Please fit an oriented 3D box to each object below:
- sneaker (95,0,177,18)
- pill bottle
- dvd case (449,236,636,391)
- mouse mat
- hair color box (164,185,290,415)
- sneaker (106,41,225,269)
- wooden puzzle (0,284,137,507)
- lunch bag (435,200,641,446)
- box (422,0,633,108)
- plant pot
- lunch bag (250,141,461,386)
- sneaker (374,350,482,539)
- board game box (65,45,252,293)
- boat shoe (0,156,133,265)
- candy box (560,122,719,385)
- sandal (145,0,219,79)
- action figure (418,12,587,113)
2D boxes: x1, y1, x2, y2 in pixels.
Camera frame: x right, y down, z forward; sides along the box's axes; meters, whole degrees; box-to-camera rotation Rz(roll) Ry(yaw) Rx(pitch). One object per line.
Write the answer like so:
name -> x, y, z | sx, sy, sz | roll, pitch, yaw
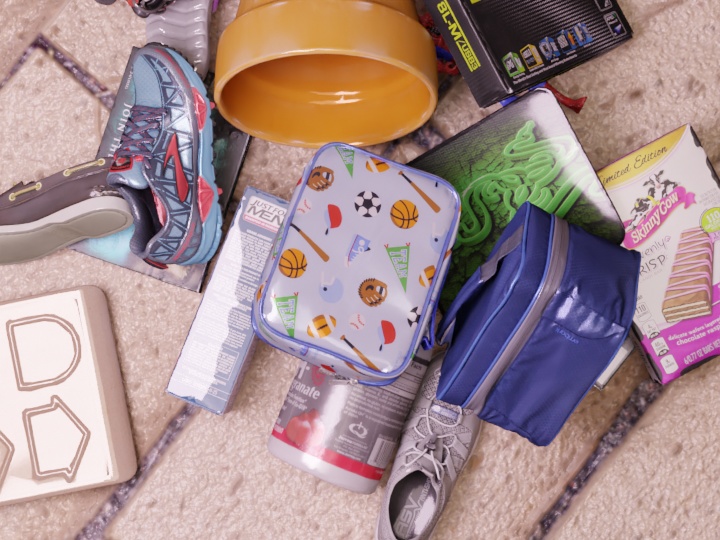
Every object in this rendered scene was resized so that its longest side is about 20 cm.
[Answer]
sneaker -> -0.171, -0.264, 1.651 | 0.077, 0.199, 0.083 | 18, 83, -43
pill bottle -> 0.000, 0.093, 1.672 | 0.110, 0.111, 0.201 | 22, 88, 1
dvd case -> 0.192, -0.006, 1.717 | 0.200, 0.022, 0.146 | 38, 89, 3
mouse mat -> 0.126, -0.055, 1.674 | 0.199, 0.008, 0.162 | -29, 88, 25
hair color box -> -0.112, 0.028, 1.680 | 0.060, 0.100, 0.201 | 22, 88, 1
sneaker -> -0.179, -0.101, 1.616 | 0.095, 0.079, 0.202 | -11, 91, -41
wooden puzzle -> -0.320, 0.122, 1.711 | 0.198, 0.046, 0.187 | -11, 89, -4
lunch bag -> 0.144, 0.048, 1.612 | 0.132, 0.136, 0.201 | 26, 126, -6
box -> 0.136, -0.263, 1.656 | 0.199, 0.047, 0.194 | -26, 90, -42
plant pot -> -0.030, -0.233, 1.650 | 0.198, 0.200, 0.185 | 0, 70, 1
lunch bag -> 0.000, 0.000, 1.593 | 0.159, 0.076, 0.201 | 21, 76, -4
sneaker -> 0.068, 0.172, 1.681 | 0.074, 0.082, 0.202 | 15, 86, 1
board game box -> -0.181, -0.094, 1.721 | 0.134, 0.028, 0.202 | 18, 89, 2
boat shoe -> -0.295, -0.054, 1.689 | 0.200, 0.072, 0.061 | -13, 66, 24
candy box -> 0.285, -0.015, 1.675 | 0.136, 0.061, 0.201 | -28, 88, 0
sandal -> -0.161, -0.253, 1.714 | 0.082, 0.050, 0.204 | 1, 71, 23
action figure -> 0.114, -0.194, 1.688 | 0.199, 0.099, 0.066 | 33, 88, 4
